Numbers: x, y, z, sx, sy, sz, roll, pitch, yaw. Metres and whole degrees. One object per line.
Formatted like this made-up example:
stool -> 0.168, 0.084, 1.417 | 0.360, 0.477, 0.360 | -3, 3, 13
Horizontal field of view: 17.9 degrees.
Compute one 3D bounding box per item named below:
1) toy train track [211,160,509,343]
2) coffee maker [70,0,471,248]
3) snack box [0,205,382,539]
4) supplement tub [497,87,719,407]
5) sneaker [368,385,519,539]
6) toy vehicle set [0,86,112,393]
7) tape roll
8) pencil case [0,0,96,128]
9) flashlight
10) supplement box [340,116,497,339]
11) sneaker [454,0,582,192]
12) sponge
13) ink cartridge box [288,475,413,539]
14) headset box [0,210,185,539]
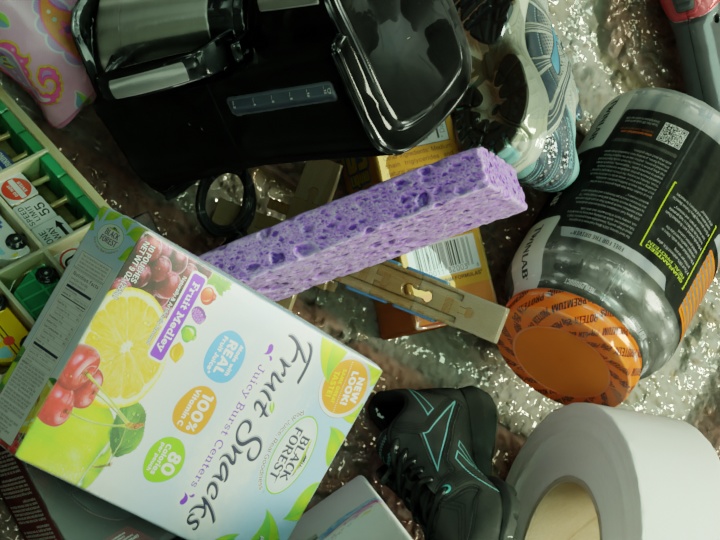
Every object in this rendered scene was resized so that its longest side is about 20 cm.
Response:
toy train track -> 0.000, 0.000, 1.440 | 0.199, 0.033, 0.115 | 21, 91, 15
coffee maker -> -0.040, -0.113, 1.335 | 0.192, 0.199, 0.135 | 48, 52, -38
snack box -> -0.098, 0.071, 1.290 | 0.200, 0.053, 0.143 | 33, 87, -40
supplement tub -> 0.173, -0.013, 1.497 | 0.122, 0.122, 0.200 | 43, 56, -13
sneaker -> 0.048, 0.138, 1.420 | 0.079, 0.200, 0.076 | 14, 116, -13
toy vehicle set -> -0.212, -0.019, 1.328 | 0.124, 0.027, 0.200 | -30, 59, -26
tape roll -> 0.153, 0.187, 1.433 | 0.070, 0.202, 0.204 | 11, 78, -23
pencil case -> -0.228, -0.178, 1.378 | 0.200, 0.087, 0.088 | 42, 68, -13
flashlight -> 0.250, -0.145, 1.605 | 0.067, 0.068, 0.201 | -13, 92, -7
supplement box -> 0.028, -0.061, 1.486 | 0.068, 0.066, 0.201 | -11, 86, -23
sneaker -> 0.104, -0.131, 1.512 | 0.086, 0.077, 0.201 | 35, 40, -36
sponge -> -0.004, -0.021, 1.368 | 0.199, 0.112, 0.030 | -20, 80, 12
ink cartridge box -> -0.004, 0.233, 1.338 | 0.144, 0.200, 0.146 | -35, 98, -2
headset box -> -0.151, 0.089, 1.375 | 0.148, 0.075, 0.201 | -29, 95, -26
